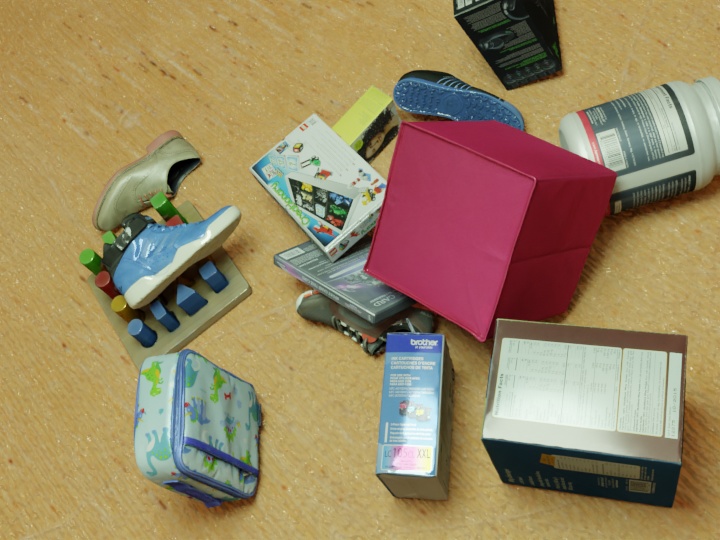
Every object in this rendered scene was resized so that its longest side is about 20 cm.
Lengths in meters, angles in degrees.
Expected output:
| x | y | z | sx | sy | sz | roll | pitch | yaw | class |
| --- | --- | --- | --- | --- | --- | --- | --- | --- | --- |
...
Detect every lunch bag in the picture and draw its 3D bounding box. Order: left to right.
| x | y | z | sx | sy | sz | roll | pitch | yaw | class |
| --- | --- | --- | --- | --- | --- | --- | --- | --- | --- |
| -0.196 | 0.201 | 1.099 | 0.081 | 0.200 | 0.163 | -12 | 60 | 19 | lunch bag |

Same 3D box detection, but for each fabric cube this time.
| x | y | z | sx | sy | sz | roll | pitch | yaw | class |
| --- | --- | --- | --- | --- | --- | --- | --- | --- | --- |
| 0.154 | -0.057 | 1.065 | 0.195 | 0.198 | 0.203 | 30 | 116 | 33 | fabric cube |

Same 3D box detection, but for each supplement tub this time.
| x | y | z | sx | sy | sz | roll | pitch | yaw | class |
| --- | --- | --- | --- | --- | --- | --- | --- | --- | --- |
| 0.366 | -0.158 | 1.134 | 0.197 | 0.141 | 0.142 | -16 | 61 | 9 | supplement tub |

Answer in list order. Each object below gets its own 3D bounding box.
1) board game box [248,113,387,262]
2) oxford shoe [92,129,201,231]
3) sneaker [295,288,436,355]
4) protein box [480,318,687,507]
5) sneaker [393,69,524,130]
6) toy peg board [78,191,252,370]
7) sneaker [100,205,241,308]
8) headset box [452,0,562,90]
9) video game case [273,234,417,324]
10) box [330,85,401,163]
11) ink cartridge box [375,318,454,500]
| x | y | z | sx | sy | sz | roll | pitch | yaw | class |
| --- | --- | --- | --- | --- | --- | --- | --- | --- | --- |
| -0.052 | -0.118 | 1.217 | 0.126 | 0.035 | 0.200 | -40 | 57 | -5 | board game box |
| -0.334 | -0.130 | 1.380 | 0.075 | 0.071 | 0.200 | 37 | 81 | 23 | oxford shoe |
| 0.003 | 0.069 | 1.176 | 0.197 | 0.077 | 0.083 | 1 | 71 | 19 | sneaker |
| 0.250 | 0.161 | 0.979 | 0.197 | 0.199 | 0.137 | 4 | 65 | 19 | protein box |
| 0.148 | -0.247 | 1.288 | 0.198 | 0.071 | 0.078 | 22 | 35 | 8 | sneaker |
| -0.298 | 0.004 | 1.286 | 0.199 | 0.098 | 0.200 | -38 | 60 | -3 | toy peg board |
| -0.268 | -0.051 | 1.221 | 0.199 | 0.077 | 0.112 | -39 | 85 | 2 | sneaker |
| 0.210 | -0.386 | 1.267 | 0.092 | 0.200 | 0.177 | -16 | 59 | 28 | headset box |
| 0.000 | 0.000 | 1.174 | 0.142 | 0.019 | 0.199 | -23 | 39 | -38 | video game case |
| -0.025 | -0.173 | 1.301 | 0.050 | 0.075 | 0.200 | 38 | 81 | 30 | box |
| 0.071 | 0.162 | 1.070 | 0.075 | 0.137 | 0.203 | 2 | 65 | 13 | ink cartridge box |
